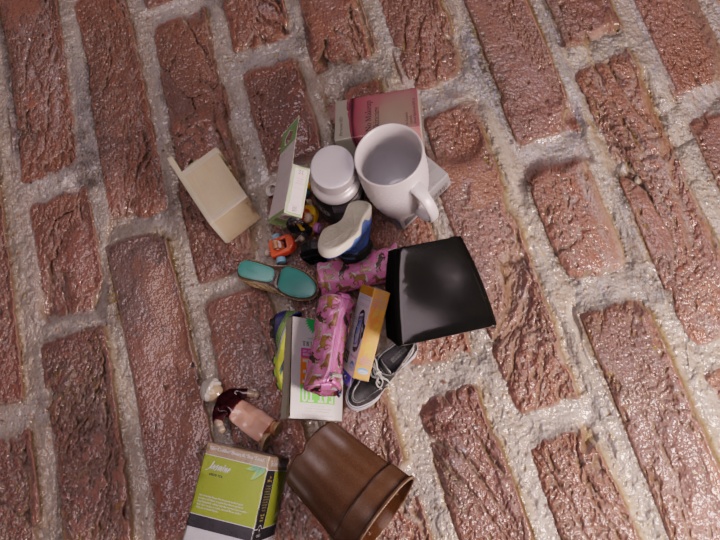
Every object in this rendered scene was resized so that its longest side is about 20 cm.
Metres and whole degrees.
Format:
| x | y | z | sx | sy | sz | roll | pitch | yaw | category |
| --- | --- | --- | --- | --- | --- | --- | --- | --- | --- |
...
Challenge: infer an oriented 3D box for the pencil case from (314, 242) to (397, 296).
| x | y | z | sx | sy | sz | roll | pitch | yaw | category |
| --- | --- | --- | --- | --- | --- | --- | --- | --- | --- |
| 0.000 | 0.000 | 1.417 | 0.193 | 0.084 | 0.088 | -14 | 54 | 1 | pencil case |

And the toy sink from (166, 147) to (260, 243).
| x | y | z | sx | sy | sz | roll | pitch | yaw | category |
| --- | --- | --- | --- | --- | --- | --- | --- | --- | --- |
| -0.330 | -0.190 | 1.479 | 0.111 | 0.131 | 0.202 | -35 | 73 | -6 | toy sink |

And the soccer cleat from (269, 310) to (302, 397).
| x | y | z | sx | sy | sz | roll | pitch | yaw | category |
| --- | --- | --- | --- | --- | --- | --- | --- | --- | --- |
| -0.144 | 0.183 | 1.386 | 0.081 | 0.065 | 0.207 | -13 | 71 | 11 | soccer cleat |

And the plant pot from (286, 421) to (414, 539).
| x | y | z | sx | sy | sz | roll | pitch | yaw | category |
| --- | --- | --- | --- | --- | --- | --- | --- | --- | --- |
| -0.029 | 0.417 | 1.253 | 0.196 | 0.201 | 0.202 | 35 | 79 | 21 | plant pot |

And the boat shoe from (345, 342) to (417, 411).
| x | y | z | sx | sy | sz | roll | pitch | yaw | category |
| --- | --- | --- | --- | --- | --- | --- | --- | --- | --- |
| 0.044 | 0.213 | 1.360 | 0.197 | 0.068 | 0.074 | -38 | 74 | -6 | boat shoe |

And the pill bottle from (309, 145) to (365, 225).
| x | y | z | sx | sy | sz | roll | pitch | yaw | category |
| --- | --- | --- | --- | --- | --- | --- | --- | --- | --- |
| -0.050 | -0.182 | 1.413 | 0.110 | 0.201 | 0.118 | -1 | 73 | 5 | pill bottle |

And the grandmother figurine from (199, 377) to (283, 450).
| x | y | z | sx | sy | sz | roll | pitch | yaw | category |
| --- | --- | --- | --- | --- | --- | --- | --- | --- | --- |
| -0.264 | 0.296 | 1.370 | 0.197 | 0.062 | 0.121 | 33 | 38 | 18 | grandmother figurine |

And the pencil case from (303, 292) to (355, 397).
| x | y | z | sx | sy | sz | roll | pitch | yaw | category |
| --- | --- | --- | --- | --- | --- | --- | --- | --- | --- |
| -0.061 | 0.148 | 1.311 | 0.084 | 0.083 | 0.206 | -3 | 63 | 24 | pencil case |

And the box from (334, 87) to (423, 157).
| x | y | z | sx | sy | sz | roll | pitch | yaw | category |
| --- | --- | --- | --- | --- | --- | --- | --- | --- | --- |
| 0.045 | -0.315 | 1.465 | 0.193 | 0.110 | 0.131 | -7 | 55 | 9 | box |

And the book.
| x | y | z | sx | sy | sz | roll | pitch | yaw | category |
| --- | --- | --- | --- | --- | --- | --- | --- | --- | --- |
| -0.097 | 0.209 | 1.361 | 0.130 | 0.048 | 0.207 | 10 | 72 | -31 | book |

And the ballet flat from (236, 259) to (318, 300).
| x | y | z | sx | sy | sz | roll | pitch | yaw | category |
| --- | --- | --- | --- | --- | --- | --- | --- | --- | --- |
| -0.178 | 0.022 | 1.436 | 0.194 | 0.065 | 0.072 | 19 | 77 | 13 | ballet flat |

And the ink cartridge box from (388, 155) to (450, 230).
| x | y | z | sx | sy | sz | roll | pitch | yaw | category |
| --- | --- | --- | --- | --- | --- | --- | --- | --- | --- |
| 0.087 | -0.212 | 1.500 | 0.160 | 0.047 | 0.200 | -42 | 60 | -6 | ink cartridge box |

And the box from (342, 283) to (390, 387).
| x | y | z | sx | sy | sz | roll | pitch | yaw | category |
| --- | --- | --- | --- | --- | --- | --- | --- | --- | --- |
| 0.006 | 0.135 | 1.328 | 0.040 | 0.119 | 0.207 | 12 | 91 | -13 | box |

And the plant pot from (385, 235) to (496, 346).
| x | y | z | sx | sy | sz | roll | pitch | yaw | category |
| --- | --- | --- | --- | --- | --- | --- | --- | --- | --- |
| 0.140 | 0.034 | 1.300 | 0.193 | 0.200 | 0.184 | -11 | 92 | -4 | plant pot |

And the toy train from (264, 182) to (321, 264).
| x | y | z | sx | sy | sz | roll | pitch | yaw | category |
| --- | --- | --- | --- | --- | --- | --- | --- | --- | --- |
| -0.167 | -0.126 | 1.469 | 0.146 | 0.056 | 0.207 | -15 | 71 | 16 | toy train |

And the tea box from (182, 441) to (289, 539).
| x | y | z | sx | sy | sz | roll | pitch | yaw | category |
| --- | --- | --- | --- | --- | --- | --- | --- | --- | --- |
| -0.232 | 0.447 | 1.251 | 0.129 | 0.201 | 0.203 | 10 | 73 | 8 | tea box |

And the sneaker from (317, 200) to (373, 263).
| x | y | z | sx | sy | sz | roll | pitch | yaw | category |
| --- | --- | --- | --- | --- | --- | --- | --- | --- | --- |
| -0.026 | -0.050 | 1.327 | 0.074 | 0.114 | 0.201 | 8 | 34 | 17 | sneaker |

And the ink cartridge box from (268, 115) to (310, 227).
| x | y | z | sx | sy | sz | roll | pitch | yaw | category |
| --- | --- | --- | --- | --- | --- | --- | --- | --- | --- |
| -0.146 | -0.205 | 1.377 | 0.047 | 0.145 | 0.207 | 13 | 81 | -19 | ink cartridge box |

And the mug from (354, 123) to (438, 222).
| x | y | z | sx | sy | sz | roll | pitch | yaw | category |
| --- | --- | --- | --- | --- | --- | --- | --- | --- | --- |
| 0.090 | -0.177 | 1.354 | 0.147 | 0.176 | 0.200 | -41 | 63 | -7 | mug |

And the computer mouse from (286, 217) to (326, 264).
| x | y | z | sx | sy | sz | roll | pitch | yaw | category |
| --- | --- | --- | --- | --- | --- | --- | --- | --- | --- |
| -0.114 | -0.067 | 1.388 | 0.057 | 0.201 | 0.035 | -9 | 64 | 9 | computer mouse |
